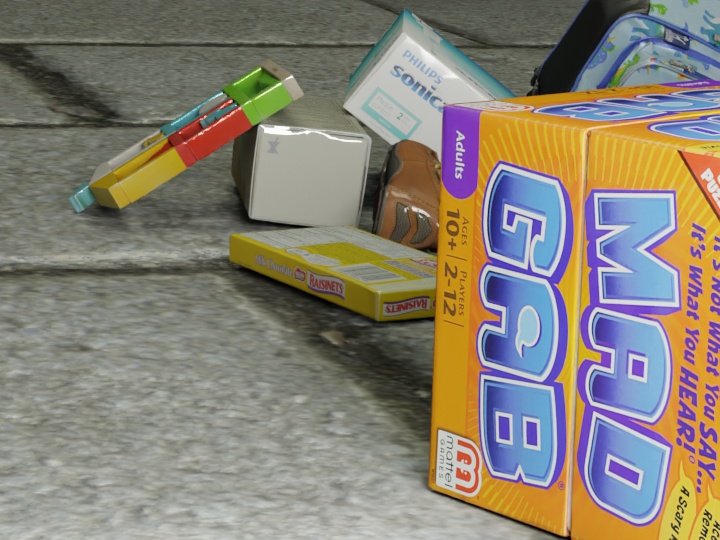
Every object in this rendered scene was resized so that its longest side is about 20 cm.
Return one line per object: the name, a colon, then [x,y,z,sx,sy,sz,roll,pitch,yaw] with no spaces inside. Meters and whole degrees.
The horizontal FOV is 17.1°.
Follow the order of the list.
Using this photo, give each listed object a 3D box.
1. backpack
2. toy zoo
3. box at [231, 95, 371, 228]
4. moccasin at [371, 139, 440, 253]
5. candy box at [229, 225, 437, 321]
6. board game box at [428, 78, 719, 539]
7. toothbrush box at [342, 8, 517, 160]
backpack: [0.270,-0.145,2.046,0.200,0.183,0.147,16,44,-17]
toy zoo: [-0.143,-0.102,1.909,0.200,0.020,0.131,-33,14,-4]
box: [-0.052,-0.093,1.962,0.095,0.078,0.200,6,11,-7]
moccasin: [0.052,-0.057,1.843,0.078,0.074,0.201,12,9,-1]
candy box: [0.000,0.000,1.671,0.102,0.026,0.200,-2,13,-32]
board game box: [0.175,0.020,1.188,0.200,0.200,0.200,-9,16,-40]
toothbrush box: [0.069,-0.141,2.055,0.146,0.085,0.200,38,9,-7]
